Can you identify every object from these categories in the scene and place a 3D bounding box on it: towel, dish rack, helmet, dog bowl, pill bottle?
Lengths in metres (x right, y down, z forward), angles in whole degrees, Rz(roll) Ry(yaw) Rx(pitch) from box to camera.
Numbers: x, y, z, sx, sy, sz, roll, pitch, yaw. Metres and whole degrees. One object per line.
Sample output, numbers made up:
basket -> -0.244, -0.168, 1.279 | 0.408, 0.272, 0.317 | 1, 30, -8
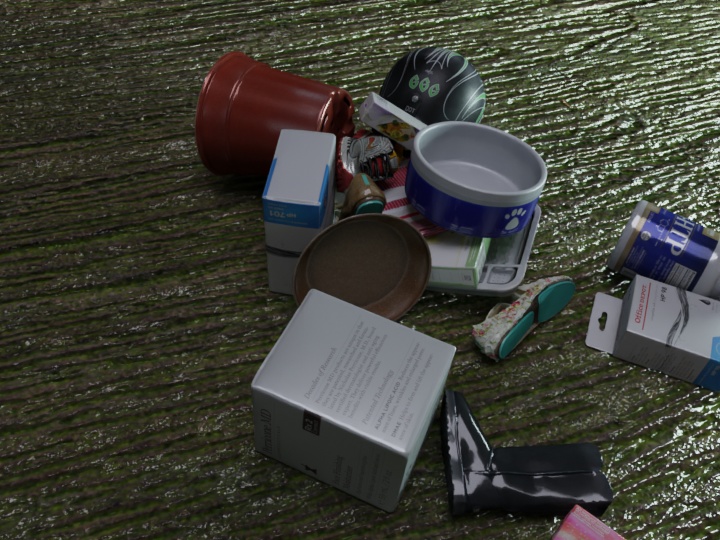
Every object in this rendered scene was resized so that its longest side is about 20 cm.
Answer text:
towel -> 0.071, -0.115, 1.225 | 0.144, 0.023, 0.200 | -15, 41, -8
dish rack -> 0.183, -0.032, 1.223 | 0.171, 0.044, 0.200 | 4, 47, 24
helmet -> 0.124, -0.289, 1.371 | 0.200, 0.200, 0.191 | 26, 69, 14
dog bowl -> 0.167, -0.137, 1.166 | 0.199, 0.079, 0.200 | 8, 38, -6
pill bottle -> 0.497, -0.016, 1.219 | 0.200, 0.120, 0.120 | 27, 53, 15

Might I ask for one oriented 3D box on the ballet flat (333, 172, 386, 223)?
ballet flat -> -0.012, -0.068, 1.148 | 0.068, 0.200, 0.073 | -6, 58, -16

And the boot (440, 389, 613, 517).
boot -> 0.207, 0.231, 1.014 | 0.199, 0.066, 0.165 | -1, 59, -3

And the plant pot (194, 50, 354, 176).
plant pot -> -0.124, -0.230, 1.253 | 0.195, 0.201, 0.201 | 15, 49, 19

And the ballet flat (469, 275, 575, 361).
ballet flat -> 0.236, 0.056, 1.163 | 0.200, 0.076, 0.064 | -32, 45, -32

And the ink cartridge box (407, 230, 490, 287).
ink cartridge box -> 0.094, -0.044, 1.201 | 0.199, 0.048, 0.146 | 4, 46, 21

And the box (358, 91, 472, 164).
box -> 0.089, -0.212, 1.253 | 0.200, 0.039, 0.042 | 26, 32, -24

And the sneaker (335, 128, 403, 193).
sneaker -> 0.015, -0.171, 1.207 | 0.082, 0.078, 0.200 | 10, 28, 14

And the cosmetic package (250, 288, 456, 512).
cosmetic package -> -0.011, 0.161, 0.984 | 0.199, 0.165, 0.165 | 21, 51, 12

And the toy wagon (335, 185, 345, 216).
toy wagon -> -0.023, -0.160, 1.332 | 0.155, 0.040, 0.200 | -22, 55, -23

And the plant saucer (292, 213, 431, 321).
plant saucer -> 0.000, 0.000, 1.106 | 0.200, 0.201, 0.037 | -7, 34, -12

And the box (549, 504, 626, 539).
box -> 0.291, 0.374, 0.882 | 0.200, 0.103, 0.095 | 33, 55, 21

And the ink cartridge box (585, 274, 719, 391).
ink cartridge box -> 0.445, 0.084, 1.163 | 0.199, 0.067, 0.116 | 19, 51, 9

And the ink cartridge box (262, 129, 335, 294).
ink cartridge box -> -0.085, -0.080, 1.153 | 0.086, 0.200, 0.147 | 8, 49, 2
